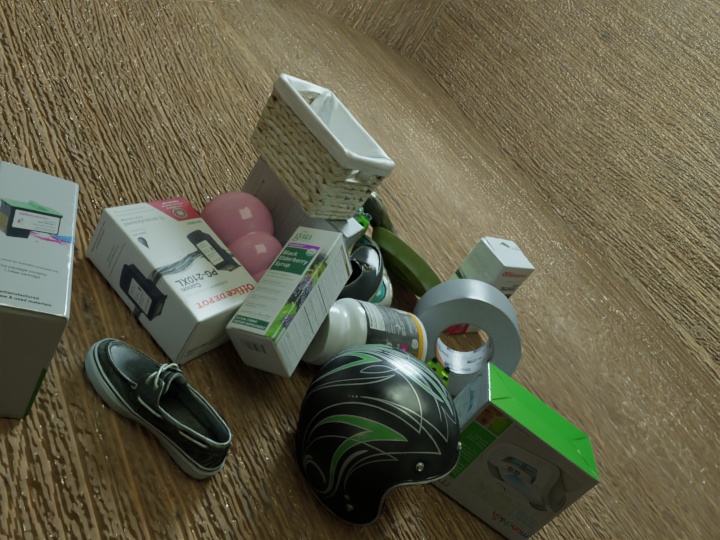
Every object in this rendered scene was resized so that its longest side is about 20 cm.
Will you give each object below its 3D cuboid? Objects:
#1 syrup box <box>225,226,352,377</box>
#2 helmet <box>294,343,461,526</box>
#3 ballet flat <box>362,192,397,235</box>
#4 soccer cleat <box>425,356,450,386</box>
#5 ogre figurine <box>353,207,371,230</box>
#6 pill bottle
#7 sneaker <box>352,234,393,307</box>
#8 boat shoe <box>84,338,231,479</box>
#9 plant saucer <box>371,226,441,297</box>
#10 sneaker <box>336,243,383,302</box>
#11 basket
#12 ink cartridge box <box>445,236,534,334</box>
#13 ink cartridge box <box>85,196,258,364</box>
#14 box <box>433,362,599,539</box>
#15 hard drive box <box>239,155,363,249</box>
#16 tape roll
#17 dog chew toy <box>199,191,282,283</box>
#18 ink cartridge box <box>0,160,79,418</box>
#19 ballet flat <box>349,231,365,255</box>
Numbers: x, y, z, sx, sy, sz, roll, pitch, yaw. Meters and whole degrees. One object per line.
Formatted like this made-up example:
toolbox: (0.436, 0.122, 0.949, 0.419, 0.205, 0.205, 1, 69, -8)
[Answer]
syrup box: (-0.091, 0.036, 0.788, 0.076, 0.083, 0.202, 10, 49, 26)
helmet: (0.023, 0.191, 0.716, 0.196, 0.192, 0.202, 29, 28, -17)
ballet flat: (0.042, -0.107, 1.169, 0.067, 0.047, 0.201, 36, -13, 31)
soccer cleat: (0.095, 0.212, 0.892, 0.067, 0.082, 0.200, 36, 25, 3)
ogre figurine: (-0.067, -0.154, 1.059, 0.119, 0.097, 0.205, 25, 38, -53)
pill bottle: (0.003, 0.109, 0.898, 0.196, 0.117, 0.118, 15, 35, -37)
sneaker: (0.002, -0.003, 1.113, 0.077, 0.079, 0.203, 5, 38, -26)
boat shoe: (-0.215, 0.136, 0.634, 0.199, 0.071, 0.072, 40, 27, 3)
plant saucer: (0.089, -0.006, 1.171, 0.199, 0.031, 0.200, 43, -9, 9)
sneaker: (0.000, 0.000, 0.999, 0.072, 0.108, 0.203, 15, 45, 9)
basket: (-0.066, -0.190, 0.908, 0.134, 0.124, 0.202, -3, 49, -54)
ink cartridge box: (0.259, 0.036, 1.229, 0.143, 0.202, 0.084, 2, 42, -48)
ink cartridge box: (-0.245, 0.006, 0.775, 0.200, 0.085, 0.144, 46, 29, 11)
box: (0.212, 0.272, 0.848, 0.198, 0.178, 0.097, 36, 27, -5)
hard drive box: (-0.118, -0.072, 0.972, 0.199, 0.157, 0.077, 43, 27, 7)
tape roll: (0.182, 0.121, 1.009, 0.197, 0.202, 0.067, 33, 27, -9)
dog chew toy: (-0.171, -0.019, 0.877, 0.123, 0.124, 0.203, -5, 59, -53)
ink cartridge box: (-0.346, 0.015, 0.571, 0.082, 0.146, 0.203, 16, 35, -35)
ballet flat: (-0.045, -0.056, 1.091, 0.202, 0.067, 0.064, -60, 138, -46)
